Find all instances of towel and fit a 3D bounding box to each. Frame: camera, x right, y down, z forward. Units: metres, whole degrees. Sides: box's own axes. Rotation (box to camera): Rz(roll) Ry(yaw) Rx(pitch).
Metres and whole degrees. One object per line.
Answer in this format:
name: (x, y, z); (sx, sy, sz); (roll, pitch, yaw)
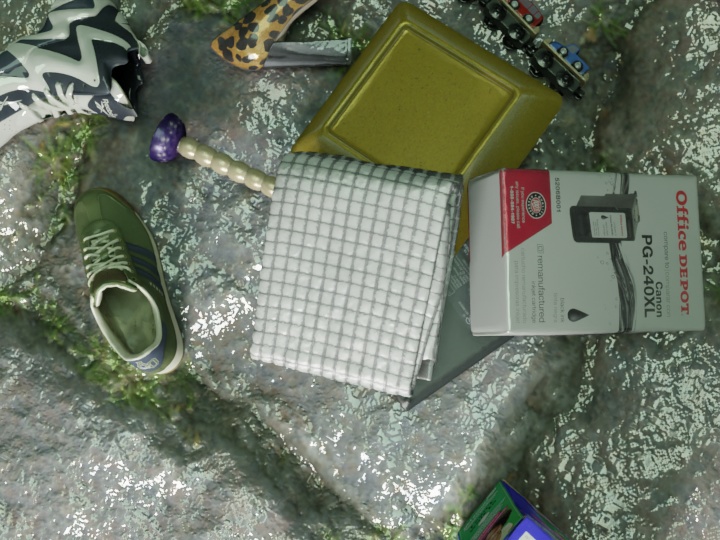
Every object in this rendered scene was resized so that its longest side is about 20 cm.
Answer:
towel: (0.000, 0.000, 0.856); (0.165, 0.086, 0.200); (11, 103, 12)

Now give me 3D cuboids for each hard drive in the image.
hard drive: (0.085, 0.024, 0.921); (0.200, 0.033, 0.140); (-35, 85, 0)

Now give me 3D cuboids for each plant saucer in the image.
plant saucer: (0.059, -0.145, 0.909); (0.200, 0.048, 0.200); (35, 86, 15)

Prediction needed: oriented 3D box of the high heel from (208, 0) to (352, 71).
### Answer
high heel: (-0.081, -0.299, 0.933); (0.142, 0.071, 0.200); (-1, 95, -3)

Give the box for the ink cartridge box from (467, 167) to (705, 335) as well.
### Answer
ink cartridge box: (0.205, -0.015, 0.859); (0.200, 0.083, 0.145); (0, 85, -17)

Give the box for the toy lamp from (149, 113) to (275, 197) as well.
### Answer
toy lamp: (-0.108, -0.092, 0.930); (0.200, 0.058, 0.058); (24, 88, 4)

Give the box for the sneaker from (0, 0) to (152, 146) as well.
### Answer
sneaker: (-0.288, -0.171, 0.935); (0.130, 0.079, 0.199); (40, 79, 14)

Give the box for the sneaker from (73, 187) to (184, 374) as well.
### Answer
sneaker: (-0.230, 0.006, 0.914); (0.067, 0.090, 0.200); (-24, 85, 3)

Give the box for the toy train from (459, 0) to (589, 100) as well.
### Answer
toy train: (0.155, -0.247, 0.938); (0.046, 0.034, 0.200); (-41, 84, -12)

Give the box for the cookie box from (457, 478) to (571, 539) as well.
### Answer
cookie box: (0.171, 0.275, 0.815); (0.171, 0.200, 0.075); (42, 88, 5)
